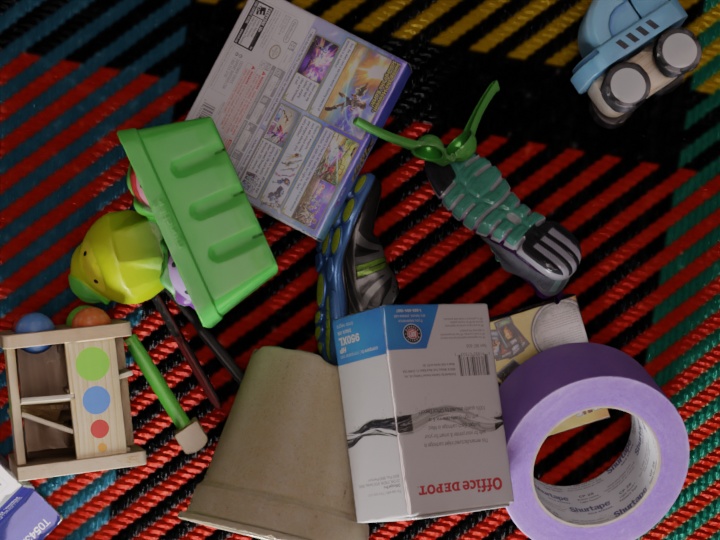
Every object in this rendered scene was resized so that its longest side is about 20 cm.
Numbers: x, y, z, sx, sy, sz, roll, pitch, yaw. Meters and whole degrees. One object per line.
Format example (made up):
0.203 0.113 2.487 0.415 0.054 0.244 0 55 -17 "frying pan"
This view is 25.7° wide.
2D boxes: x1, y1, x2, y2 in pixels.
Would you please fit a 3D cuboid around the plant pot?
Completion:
-0.063 0.180 1.577 0.199 0.200 0.185 15 79 -5 "plant pot"

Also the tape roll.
0.228 0.181 1.609 0.198 0.085 0.202 -3 111 -9 "tape roll"

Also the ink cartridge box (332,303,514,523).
0.061 0.138 1.531 0.144 0.084 0.202 1 78 -41 "ink cartridge box"

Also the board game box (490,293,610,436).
0.148 0.118 1.657 0.198 0.035 0.137 -16 93 -4 "board game box"

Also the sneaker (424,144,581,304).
0.137 -0.043 1.636 0.074 0.088 0.200 -36 67 -25 "sneaker"

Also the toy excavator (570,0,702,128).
0.278 -0.279 1.634 0.194 0.100 0.201 -34 85 -4 "toy excavator"

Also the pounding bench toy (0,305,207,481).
-0.255 0.112 1.576 0.198 0.124 0.158 -6 91 -16 "pounding bench toy"

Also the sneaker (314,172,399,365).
0.000 0.000 1.633 0.082 0.071 0.202 4 89 -27 "sneaker"

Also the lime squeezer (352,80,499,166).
0.080 -0.140 1.597 0.199 0.038 0.071 -18 106 -37 "lime squeezer"

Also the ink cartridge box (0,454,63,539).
-0.442 0.255 1.610 0.200 0.043 0.196 44 87 -3 "ink cartridge box"

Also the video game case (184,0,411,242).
-0.072 -0.159 1.606 0.180 0.045 0.201 28 90 11 "video game case"

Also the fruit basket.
-0.201 -0.031 1.541 0.213 0.156 0.218 0 87 -3 "fruit basket"

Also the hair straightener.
-0.168 0.040 1.632 0.077 0.041 0.201 -31 89 -3 "hair straightener"
